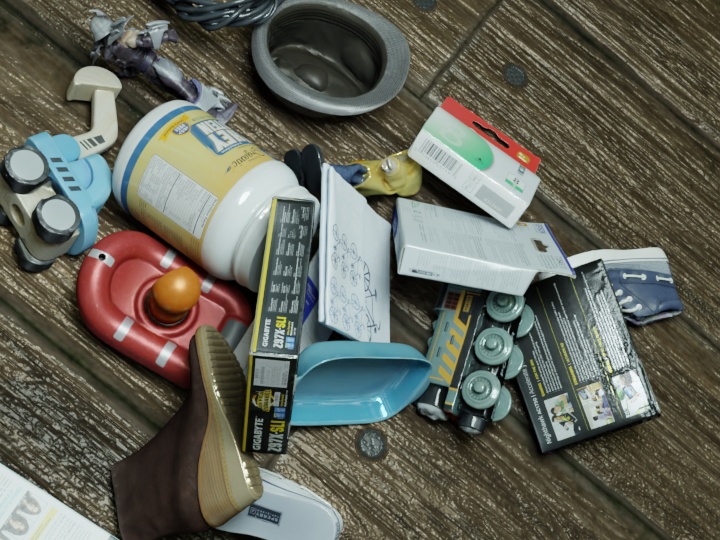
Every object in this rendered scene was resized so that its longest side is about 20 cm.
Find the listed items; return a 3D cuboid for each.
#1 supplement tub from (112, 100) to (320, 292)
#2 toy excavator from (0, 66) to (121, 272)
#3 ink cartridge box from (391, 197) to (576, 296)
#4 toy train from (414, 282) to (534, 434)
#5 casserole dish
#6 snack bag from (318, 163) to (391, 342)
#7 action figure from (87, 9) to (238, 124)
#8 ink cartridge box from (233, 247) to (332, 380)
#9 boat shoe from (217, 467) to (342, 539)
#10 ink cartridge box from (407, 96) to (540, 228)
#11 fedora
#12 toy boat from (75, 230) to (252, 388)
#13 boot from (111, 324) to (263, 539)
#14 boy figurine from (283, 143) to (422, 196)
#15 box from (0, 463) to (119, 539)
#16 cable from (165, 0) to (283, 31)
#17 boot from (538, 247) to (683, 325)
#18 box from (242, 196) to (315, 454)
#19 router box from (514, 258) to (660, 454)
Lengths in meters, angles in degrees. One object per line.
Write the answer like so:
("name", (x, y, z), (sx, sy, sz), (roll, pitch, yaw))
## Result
("supplement tub", (-0.158, -0.081, 1.177), (0.199, 0.145, 0.145), (34, 59, 18))
("toy excavator", (-0.323, -0.121, 1.200), (0.199, 0.100, 0.195), (-28, 82, -41))
("ink cartridge box", (0.139, -0.026, 1.266), (0.198, 0.200, 0.041), (10, 109, -3))
("toy train", (0.133, 0.091, 1.264), (0.113, 0.085, 0.201), (11, 74, 26))
("casserole dish", (-0.011, 0.122, 1.184), (0.199, 0.121, 0.039), (4, 45, -38))
("snack bag", (0.000, 0.000, 1.225), (0.021, 0.200, 0.190), (-8, 68, 21))
("action figure", (-0.240, -0.239, 1.258), (0.200, 0.130, 0.070), (39, 73, -20))
("ink cartridge box", (-0.083, 0.077, 1.201), (0.201, 0.037, 0.095), (-58, 138, -27))
("boat shoe", (-0.113, 0.246, 1.133), (0.199, 0.065, 0.074), (24, 91, 11))
("ink cartridge box", (0.160, -0.157, 1.362), (0.160, 0.050, 0.200), (35, 38, -1))
("fedora", (-0.044, -0.254, 1.349), (0.198, 0.090, 0.178), (13, 63, -6))
("toy boat", (-0.207, 0.032, 1.148), (0.199, 0.131, 0.131), (30, 61, -7))
("boot", (-0.192, 0.171, 1.091), (0.165, 0.072, 0.201), (-23, 68, 19))
("boy figurine", (0.008, -0.121, 1.300), (0.199, 0.124, 0.065), (-7, 88, -40))
("box", (-0.334, 0.259, 1.054), (0.199, 0.049, 0.083), (35, 62, -4))
("cable", (-0.172, -0.358, 1.340), (0.199, 0.051, 0.163), (31, 43, 28))
("boot", (0.331, 0.026, 1.384), (0.199, 0.073, 0.091), (-7, 66, -24))
("box", (-0.080, 0.054, 1.047), (0.049, 0.160, 0.201), (6, 48, -2))
("router box", (0.259, 0.105, 1.298), (0.148, 0.051, 0.201), (-20, 74, 10))
